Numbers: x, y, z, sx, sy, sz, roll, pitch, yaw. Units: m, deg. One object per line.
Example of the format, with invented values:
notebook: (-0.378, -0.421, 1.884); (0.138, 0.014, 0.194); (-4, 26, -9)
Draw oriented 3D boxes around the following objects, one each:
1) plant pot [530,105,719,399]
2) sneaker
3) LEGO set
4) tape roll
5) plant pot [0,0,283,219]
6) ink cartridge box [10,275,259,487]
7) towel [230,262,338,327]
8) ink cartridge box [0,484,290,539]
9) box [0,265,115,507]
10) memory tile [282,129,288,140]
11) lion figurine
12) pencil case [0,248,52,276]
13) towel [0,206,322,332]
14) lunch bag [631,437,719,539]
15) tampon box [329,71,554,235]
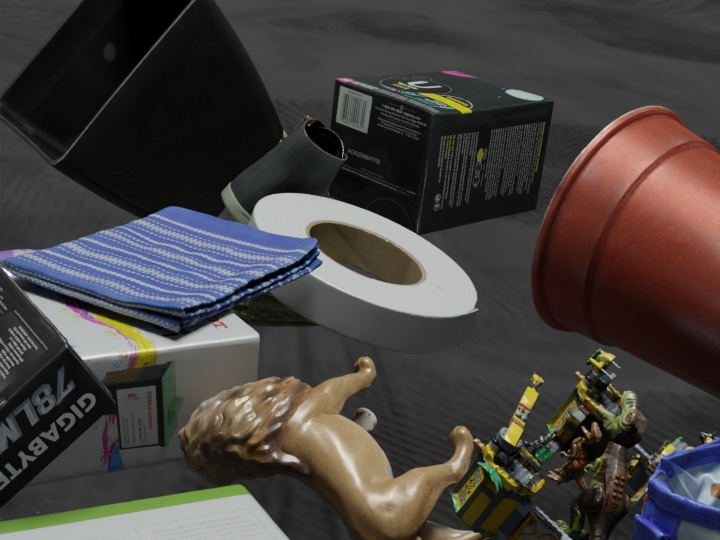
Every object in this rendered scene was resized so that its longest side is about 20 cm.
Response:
plant pot: (0.269, 0.004, 1.041); (0.199, 0.203, 0.195); (-11, 34, -42)
sneaker: (-0.045, -0.086, 1.239); (0.075, 0.106, 0.200); (51, 16, 3)
LEGO set: (0.156, 0.105, 0.744); (0.154, 0.116, 0.199); (47, 31, 24)
tape roll: (0.000, 0.000, 1.091); (0.200, 0.037, 0.203); (21, 21, -8)
plant pot: (-0.191, -0.149, 1.248); (0.177, 0.201, 0.199); (42, -5, -37)
ink cartridge box: (-0.182, 0.062, 0.856); (0.198, 0.085, 0.144); (-5, 23, -32)
towel: (-0.108, 0.005, 1.116); (0.197, 0.037, 0.149); (3, 19, -10)
ink cartridge box: (-0.078, 0.181, 0.575); (0.146, 0.077, 0.200); (-4, 23, -30)
box: (-0.243, 0.081, 0.681); (0.198, 0.050, 0.199); (-44, 36, -11)
memory tile: (-0.128, -0.155, 1.416); (0.017, 0.154, 0.199); (-40, 36, -16)
lion figurine: (-0.006, 0.119, 0.783); (0.199, 0.073, 0.122); (28, 35, 36)
pencil case: (-0.281, 0.028, 0.936); (0.197, 0.085, 0.085); (-2, -2, -26)
towel: (-0.128, -0.009, 0.919); (0.143, 0.024, 0.200); (16, 18, 22)
lunch bag: (0.199, 0.163, 0.572); (0.197, 0.173, 0.124); (1, 17, -13)
tampon box: (0.083, -0.133, 1.427); (0.149, 0.128, 0.198); (24, 26, 39)
